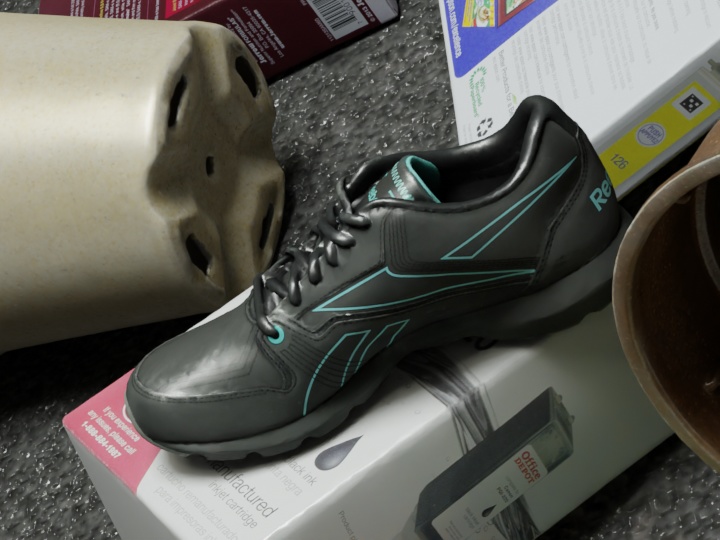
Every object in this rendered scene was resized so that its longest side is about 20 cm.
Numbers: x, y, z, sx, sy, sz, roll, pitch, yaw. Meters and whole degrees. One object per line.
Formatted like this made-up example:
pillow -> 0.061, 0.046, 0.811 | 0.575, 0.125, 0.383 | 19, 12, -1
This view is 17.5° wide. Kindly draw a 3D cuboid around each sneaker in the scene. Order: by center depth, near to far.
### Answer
sneaker -> 0.000, 0.000, 0.851 | 0.199, 0.080, 0.076 | -24, 35, 1

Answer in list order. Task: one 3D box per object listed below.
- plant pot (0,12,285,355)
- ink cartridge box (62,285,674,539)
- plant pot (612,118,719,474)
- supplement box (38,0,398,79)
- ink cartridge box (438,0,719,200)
plant pot -> -0.143, -0.043, 1.114 | 0.182, 0.201, 0.201 | -2, 50, 24
ink cartridge box -> 0.006, 0.058, 0.913 | 0.200, 0.085, 0.146 | -34, 35, -17
plant pot -> 0.211, -0.036, 0.787 | 0.199, 0.201, 0.199 | -4, 43, 38
supplement box -> -0.080, -0.145, 1.245 | 0.199, 0.061, 0.109 | -23, 40, 20
ink cartridge box -> 0.122, -0.127, 1.035 | 0.200, 0.047, 0.198 | -36, 34, 25
